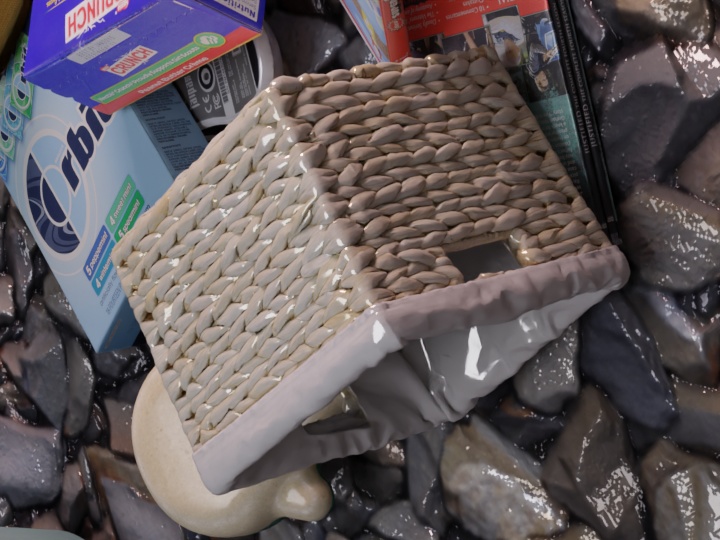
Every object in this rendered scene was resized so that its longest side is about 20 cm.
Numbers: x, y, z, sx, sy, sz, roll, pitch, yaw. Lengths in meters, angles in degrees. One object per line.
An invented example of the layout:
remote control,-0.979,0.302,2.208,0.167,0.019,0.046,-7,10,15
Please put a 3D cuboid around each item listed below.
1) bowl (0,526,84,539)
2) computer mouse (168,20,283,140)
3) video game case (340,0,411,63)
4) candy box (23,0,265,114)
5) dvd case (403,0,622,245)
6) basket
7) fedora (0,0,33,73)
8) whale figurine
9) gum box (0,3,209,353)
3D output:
bowl,-0.239,0.275,1.676,0.200,0.105,0.203,16,113,43
computer mouse,-0.101,-0.118,1.467,0.199,0.044,0.111,-17,85,52
video game case,-0.016,-0.210,1.256,0.144,0.017,0.200,60,173,26
candy box,-0.126,-0.219,1.377,0.168,0.077,0.202,-19,58,47
dvd case,0.073,-0.102,1.308,0.145,0.022,0.202,-11,93,47
basket,0.000,0.000,1.249,0.200,0.197,0.162,-43,68,44
fedora,-0.262,-0.190,1.537,0.081,0.201,0.201,31,127,2
whale figurine,-0.052,0.089,1.455,0.199,0.104,0.160,-35,74,20
gum box,-0.177,-0.076,1.503,0.201,0.044,0.170,59,139,26
